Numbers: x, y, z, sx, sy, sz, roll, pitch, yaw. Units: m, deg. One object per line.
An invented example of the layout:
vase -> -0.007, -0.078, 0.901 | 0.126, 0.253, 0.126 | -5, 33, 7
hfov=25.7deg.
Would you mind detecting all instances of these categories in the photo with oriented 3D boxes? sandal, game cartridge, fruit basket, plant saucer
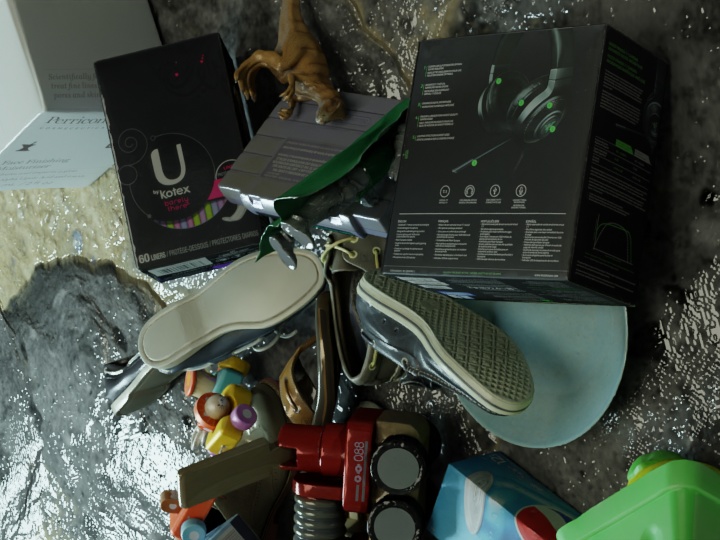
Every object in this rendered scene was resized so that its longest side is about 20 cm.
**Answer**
sandal -> -0.048, 0.116, 1.423 | 0.054, 0.082, 0.201 | 7, 113, 0
game cartridge -> -0.018, -0.093, 1.342 | 0.200, 0.038, 0.130 | 14, 65, 43
fruit basket -> 0.241, 0.191, 1.083 | 0.155, 0.215, 0.216 | -41, 66, 41
plant saucer -> 0.140, 0.038, 1.246 | 0.201, 0.039, 0.202 | 9, 102, 46

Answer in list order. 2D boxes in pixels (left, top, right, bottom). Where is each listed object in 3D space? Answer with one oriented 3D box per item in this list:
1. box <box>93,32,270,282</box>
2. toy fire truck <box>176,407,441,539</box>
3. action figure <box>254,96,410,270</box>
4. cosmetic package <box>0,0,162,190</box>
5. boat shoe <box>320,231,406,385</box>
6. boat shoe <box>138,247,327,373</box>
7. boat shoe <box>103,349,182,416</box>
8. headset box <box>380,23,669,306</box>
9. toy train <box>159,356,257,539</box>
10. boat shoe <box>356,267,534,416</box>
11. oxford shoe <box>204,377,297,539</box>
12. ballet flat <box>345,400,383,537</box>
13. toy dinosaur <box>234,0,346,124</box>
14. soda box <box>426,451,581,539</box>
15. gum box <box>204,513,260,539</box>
box -> -0.160, -0.102, 1.461 | 0.122, 0.106, 0.201 | -14, 83, 1
toy fire truck -> -0.042, 0.205, 1.325 | 0.199, 0.129, 0.177 | 5, 99, 11
action figure -> 0.006, -0.081, 1.232 | 0.055, 0.200, 0.118 | 46, 151, -1
cosmetic package -> -0.320, -0.194, 1.610 | 0.200, 0.165, 0.165 | -32, 73, 45
boat shoe -> 0.002, 0.000, 1.370 | 0.072, 0.060, 0.202 | -13, 86, 46
boat shoe -> -0.110, 0.042, 1.455 | 0.200, 0.062, 0.075 | -31, 65, 17
boat shoe -> -0.209, 0.081, 1.597 | 0.200, 0.073, 0.063 | -43, 68, 46
headset box -> 0.121, -0.082, 1.168 | 0.174, 0.093, 0.201 | 1, 78, 42
toy train -> -0.153, 0.159, 1.480 | 0.150, 0.056, 0.200 | -59, 17, 20
boat shoe -> 0.064, 0.066, 1.252 | 0.200, 0.074, 0.062 | 36, 125, 43
oxford shoe -> -0.111, 0.200, 1.505 | 0.070, 0.075, 0.201 | 25, 113, 43
ballet flat -> -0.006, 0.218, 1.405 | 0.067, 0.064, 0.201 | 10, 102, 46
toy dinosaur -> -0.059, -0.194, 1.403 | 0.106, 0.060, 0.200 | -21, 61, 8
soda box -> 0.147, 0.226, 1.245 | 0.200, 0.064, 0.068 | 35, 120, 37
gum box -> -0.111, 0.329, 1.474 | 0.170, 0.045, 0.200 | 50, 144, -1
